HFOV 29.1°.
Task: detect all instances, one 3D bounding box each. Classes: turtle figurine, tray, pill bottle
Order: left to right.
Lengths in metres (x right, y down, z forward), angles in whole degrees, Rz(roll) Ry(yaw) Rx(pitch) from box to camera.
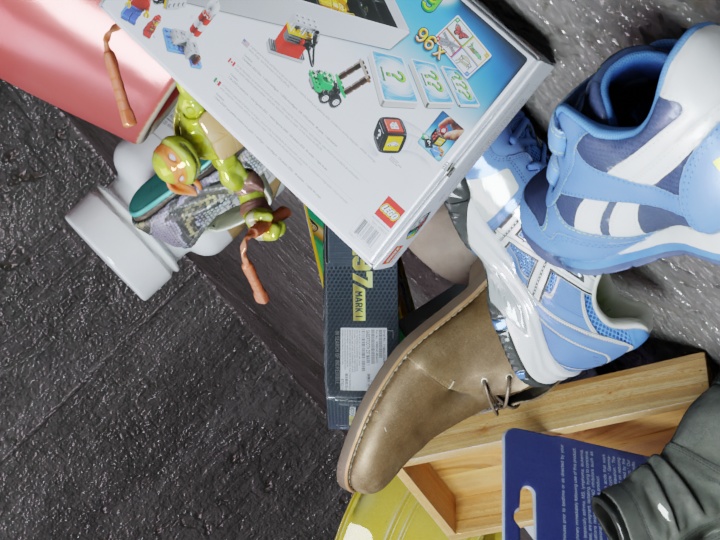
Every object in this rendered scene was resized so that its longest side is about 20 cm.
[{"bbox_3d":[-0.124,-0.077,1.065,0.114,0.200,0.114,44,171,8],"label":"pill bottle"},{"bbox_3d":[-0.068,-0.092,0.832,0.064,0.161,0.201,17,143,50],"label":"turtle figurine"},{"bbox_3d":[0.128,0.111,0.852,0.099,0.199,0.037,54,-151,-42],"label":"tray"}]

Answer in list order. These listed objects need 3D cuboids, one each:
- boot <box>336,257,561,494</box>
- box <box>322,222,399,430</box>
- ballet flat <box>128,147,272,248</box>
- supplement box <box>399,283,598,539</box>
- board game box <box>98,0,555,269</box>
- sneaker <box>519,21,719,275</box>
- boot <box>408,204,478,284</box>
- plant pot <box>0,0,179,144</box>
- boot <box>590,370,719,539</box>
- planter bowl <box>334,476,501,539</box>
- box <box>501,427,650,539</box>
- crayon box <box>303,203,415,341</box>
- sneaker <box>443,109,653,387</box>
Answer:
[{"bbox_3d":[0.066,0.062,0.816,0.075,0.200,0.074,39,175,23],"label":"boot"},{"bbox_3d":[0.000,0.000,0.938,0.051,0.202,0.158,0,166,-1],"label":"box"},{"bbox_3d":[-0.073,-0.079,0.955,0.072,0.200,0.072,39,-150,-27],"label":"ballet flat"},{"bbox_3d":[0.121,0.097,0.966,0.200,0.103,0.101,53,-173,-43],"label":"supplement box"},{"bbox_3d":[-0.021,-0.114,0.674,0.200,0.126,0.035,44,-165,14],"label":"board game box"},{"bbox_3d":[0.111,-0.049,0.550,0.082,0.074,0.200,49,163,-10],"label":"sneaker"},{"bbox_3d":[0.026,-0.056,0.777,0.201,0.070,0.146,58,-171,-17],"label":"boot"},{"bbox_3d":[-0.170,-0.189,0.882,0.177,0.201,0.200,37,172,-6],"label":"plant pot"},{"bbox_3d":[0.221,0.158,0.749,0.200,0.131,0.068,46,169,-6],"label":"boot"},{"bbox_3d":[0.059,0.201,1.043,0.083,0.201,0.201,22,161,24],"label":"planter bowl"},{"bbox_3d":[0.169,0.164,0.789,0.198,0.122,0.032,14,140,-10],"label":"box"},{"bbox_3d":[0.012,0.038,1.121,0.119,0.058,0.201,62,-168,-60],"label":"crayon box"},{"bbox_3d":[0.094,-0.034,0.734,0.201,0.077,0.076,64,-152,-24],"label":"sneaker"}]
